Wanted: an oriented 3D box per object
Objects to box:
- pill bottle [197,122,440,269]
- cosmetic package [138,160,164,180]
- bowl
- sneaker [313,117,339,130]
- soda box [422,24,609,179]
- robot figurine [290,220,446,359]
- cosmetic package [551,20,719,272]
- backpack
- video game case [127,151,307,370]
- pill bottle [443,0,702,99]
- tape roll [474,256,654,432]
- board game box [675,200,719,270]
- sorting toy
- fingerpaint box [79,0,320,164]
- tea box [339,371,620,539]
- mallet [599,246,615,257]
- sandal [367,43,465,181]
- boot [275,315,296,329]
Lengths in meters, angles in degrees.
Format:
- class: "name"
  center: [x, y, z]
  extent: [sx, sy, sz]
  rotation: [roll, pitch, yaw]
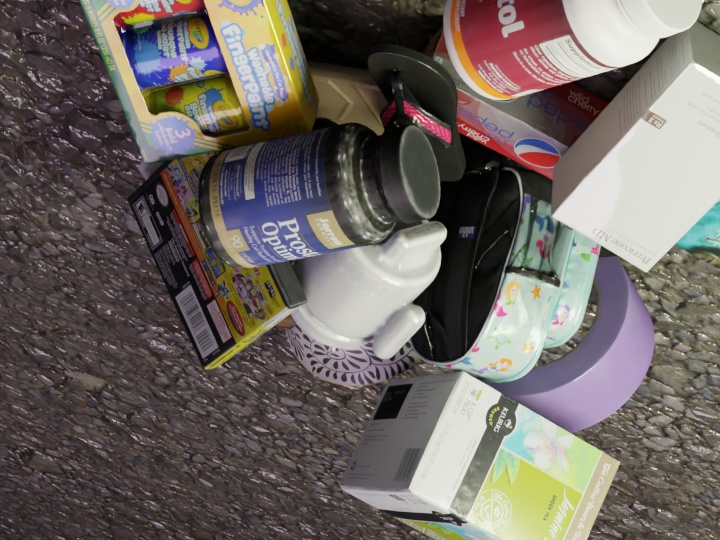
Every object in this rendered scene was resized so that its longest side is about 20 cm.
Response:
- class: "pill bottle"
  center: [-0.036, -0.071, 1.567]
  extent: [0.200, 0.112, 0.112]
  rotation: [-10, 141, 25]
- class: "cosmetic package"
  center: [-0.143, -0.115, 1.756]
  extent: [0.151, 0.052, 0.200]
  rotation: [56, 142, 22]
- class: "bowl"
  center: [-0.007, 0.012, 1.855]
  extent: [0.201, 0.201, 0.094]
  rotation: [7, 156, 26]
- class: "sneaker"
  center: [-0.047, -0.103, 1.768]
  extent: [0.088, 0.074, 0.200]
  rotation: [32, 165, -34]
- class: "soda box"
  center: [0.146, -0.148, 1.607]
  extent: [0.200, 0.070, 0.063]
  rotation: [27, 151, -9]
- class: "robot figurine"
  center: [0.000, 0.000, 1.684]
  extent: [0.113, 0.170, 0.200]
  rotation: [-12, 154, -41]
- class: "cosmetic package"
  center: [0.265, -0.106, 1.509]
  extent: [0.113, 0.081, 0.200]
  rotation: [28, 125, -14]
- class: "backpack"
  center: [0.134, 0.010, 1.713]
  extent: [0.151, 0.200, 0.178]
  rotation: [22, 169, -25]
- class: "video game case"
  center: [-0.145, -0.022, 1.730]
  extent: [0.181, 0.025, 0.200]
  rotation: [-36, 76, 50]
- class: "pill bottle"
  center: [0.173, -0.213, 1.425]
  extent: [0.200, 0.113, 0.113]
  rotation: [-12, 138, 46]
- class: "tape roll"
  center: [0.198, 0.066, 1.820]
  extent: [0.200, 0.200, 0.085]
  rotation: [2, 147, 33]
- class: "board game box"
  center: [0.372, -0.058, 1.658]
  extent: [0.135, 0.028, 0.200]
  rotation: [28, 152, -12]
- class: "sorting toy"
  center: [0.004, -0.154, 1.744]
  extent: [0.185, 0.036, 0.200]
  rotation: [11, 156, 19]
- class: "fingerpaint box"
  center: [-0.146, -0.208, 1.582]
  extent: [0.167, 0.073, 0.200]
  rotation: [-9, 123, 14]
- class: "tea box"
  center: [0.117, 0.206, 1.764]
  extent: [0.197, 0.134, 0.200]
  rotation: [29, 165, -15]
- class: "mallet"
  center: [0.214, -0.082, 1.722]
  extent: [0.066, 0.041, 0.200]
  rotation: [-4, 140, 42]
- class: "sandal"
  center: [0.053, -0.131, 1.578]
  extent: [0.075, 0.045, 0.200]
  rotation: [11, 151, 23]
- class: "boot"
  center: [-0.130, -0.012, 1.867]
  extent: [0.097, 0.200, 0.075]
  rotation: [8, 116, -21]
